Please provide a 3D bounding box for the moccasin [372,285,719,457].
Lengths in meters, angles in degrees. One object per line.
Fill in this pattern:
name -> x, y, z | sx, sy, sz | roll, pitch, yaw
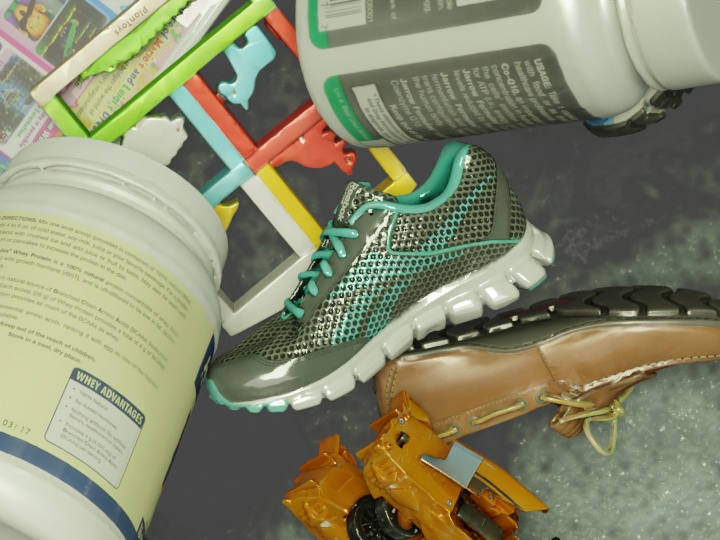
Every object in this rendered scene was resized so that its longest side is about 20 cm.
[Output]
moccasin -> 0.107, 0.057, 0.959 | 0.199, 0.074, 0.079 | -14, 100, 3

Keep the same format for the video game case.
video game case -> -0.188, -0.134, 0.962 | 0.181, 0.024, 0.201 | 37, 96, -5

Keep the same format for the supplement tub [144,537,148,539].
supplement tub -> -0.123, 0.224, 0.959 | 0.122, 0.123, 0.200 | -40, 95, 5

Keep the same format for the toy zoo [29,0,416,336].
toy zoo -> -0.062, -0.058, 0.960 | 0.131, 0.020, 0.200 | -39, 105, 3

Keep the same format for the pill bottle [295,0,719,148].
pill bottle -> 0.077, -0.125, 0.878 | 0.198, 0.113, 0.114 | -5, 99, 30

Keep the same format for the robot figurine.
robot figurine -> 0.063, 0.155, 0.957 | 0.200, 0.058, 0.145 | 41, 140, -13

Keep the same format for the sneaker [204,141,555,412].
sneaker -> 0.000, 0.000, 0.936 | 0.199, 0.077, 0.092 | -30, 108, -16

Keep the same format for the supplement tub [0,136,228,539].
supplement tub -> -0.151, 0.051, 0.872 | 0.144, 0.145, 0.201 | 20, 56, -2

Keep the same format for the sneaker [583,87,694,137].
sneaker -> 0.155, -0.166, 0.942 | 0.089, 0.078, 0.202 | 23, 94, 16
